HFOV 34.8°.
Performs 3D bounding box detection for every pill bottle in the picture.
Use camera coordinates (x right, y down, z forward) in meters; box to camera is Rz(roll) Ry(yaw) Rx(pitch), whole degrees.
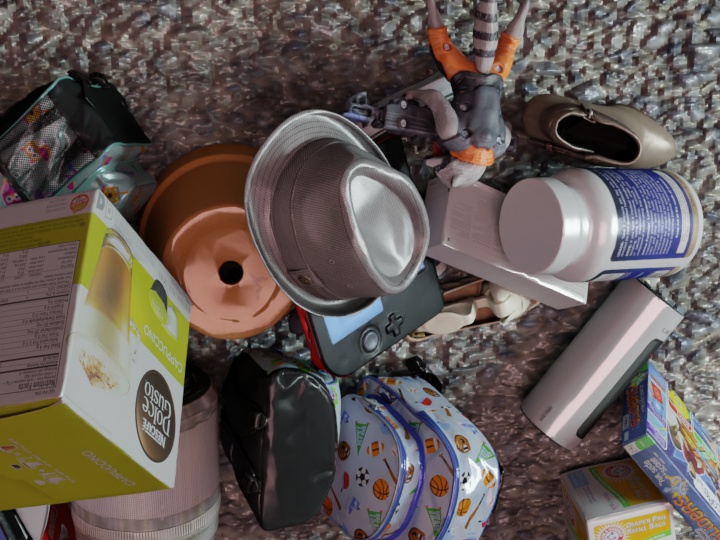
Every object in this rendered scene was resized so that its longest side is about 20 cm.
[{"bbox_3d":[0.245,-0.047,1.174,0.199,0.116,0.117,-3,110,-36],"label":"pill bottle"}]

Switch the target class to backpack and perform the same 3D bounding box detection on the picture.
[{"bbox_3d":[0.051,0.219,1.233,0.153,0.190,0.201,-3,114,-45],"label":"backpack"},{"bbox_3d":[-0.305,-0.080,1.115,0.199,0.176,0.154,-31,97,6],"label":"backpack"},{"bbox_3d":[-0.085,0.156,1.201,0.153,0.200,0.165,-2,99,-30],"label":"backpack"}]

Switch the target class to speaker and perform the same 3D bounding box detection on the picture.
[{"bbox_3d":[0.270,0.101,1.292,0.081,0.081,0.200,35,100,-15],"label":"speaker"}]

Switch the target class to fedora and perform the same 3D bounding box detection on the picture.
[{"bbox_3d":[-0.005,-0.048,1.054,0.177,0.090,0.201,-48,124,-30],"label":"fedora"}]

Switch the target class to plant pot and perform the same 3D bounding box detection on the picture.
[{"bbox_3d":[-0.133,-0.018,1.175,0.198,0.140,0.202,-2,107,-6],"label":"plant pot"}]

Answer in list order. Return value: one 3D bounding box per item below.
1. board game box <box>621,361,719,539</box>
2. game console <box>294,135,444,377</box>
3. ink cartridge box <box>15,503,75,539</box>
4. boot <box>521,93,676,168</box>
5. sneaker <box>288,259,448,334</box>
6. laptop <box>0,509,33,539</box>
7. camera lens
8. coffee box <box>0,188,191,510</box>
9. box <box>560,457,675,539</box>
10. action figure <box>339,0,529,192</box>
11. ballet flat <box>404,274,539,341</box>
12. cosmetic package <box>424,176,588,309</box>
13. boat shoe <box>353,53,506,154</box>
[{"bbox_3d":[0.369,0.216,1.308,0.034,0.136,0.200,-32,109,29],"label":"board game box"},{"bbox_3d":[0.002,-0.012,1.143,0.176,0.031,0.201,-29,115,-31],"label":"game console"},{"bbox_3d":[-0.330,0.217,1.212,0.050,0.161,0.201,-25,111,-2],"label":"ink cartridge box"},{"bbox_3d":[0.256,-0.134,1.181,0.198,0.146,0.071,10,103,-10],"label":"boot"},{"bbox_3d":[0.000,0.000,1.210,0.199,0.070,0.083,-27,109,-30],"label":"sneaker"},{"bbox_3d":[-0.391,0.264,1.192,0.103,0.200,0.178,-25,99,-5],"label":"laptop"},{"bbox_3d":[-0.229,0.203,1.220,0.159,0.160,0.202,-1,107,-6],"label":"camera lens"},{"bbox_3d":[-0.282,0.078,1.003,0.198,0.199,0.200,-9,147,15],"label":"coffee box"},{"bbox_3d":[0.307,0.337,1.349,0.101,0.113,0.201,-12,112,-2],"label":"box"},{"bbox_3d":[0.085,-0.173,1.110,0.198,0.104,0.195,-1,95,-23],"label":"action figure"},{"bbox_3d":[0.129,0.039,1.262,0.198,0.067,0.069,-17,109,-2],"label":"ballet flat"},{"bbox_3d":[0.155,-0.028,1.210,0.199,0.051,0.083,22,67,-29],"label":"cosmetic package"},{"bbox_3d":[0.063,-0.154,1.191,0.199,0.072,0.071,-26,104,0],"label":"boat shoe"}]
